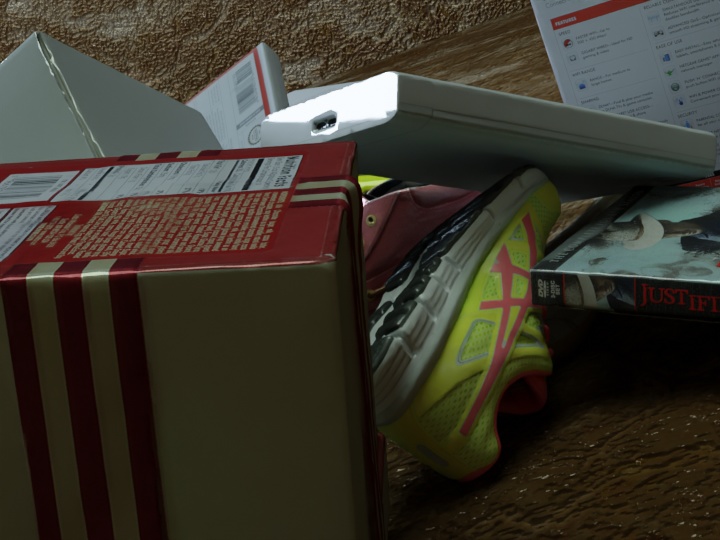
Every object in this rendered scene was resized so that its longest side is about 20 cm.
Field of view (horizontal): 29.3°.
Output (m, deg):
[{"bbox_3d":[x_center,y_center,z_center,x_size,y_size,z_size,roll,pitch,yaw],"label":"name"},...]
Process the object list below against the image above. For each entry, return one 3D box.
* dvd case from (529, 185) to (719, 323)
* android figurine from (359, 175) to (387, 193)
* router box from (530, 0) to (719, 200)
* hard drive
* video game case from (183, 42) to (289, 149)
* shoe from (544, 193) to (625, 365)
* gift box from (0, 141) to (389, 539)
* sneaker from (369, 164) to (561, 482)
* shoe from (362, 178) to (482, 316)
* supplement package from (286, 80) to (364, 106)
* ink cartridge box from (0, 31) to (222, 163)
[{"bbox_3d":[0.197,-0.008,0.636,0.199,0.022,0.146,3,20,32],"label":"dvd case"},{"bbox_3d":[0.020,-0.056,1.077,0.199,0.041,0.182,-2,5,21],"label":"android figurine"},{"bbox_3d":[0.221,-0.121,0.824,0.199,0.180,0.049,-12,15,30],"label":"router box"},{"bbox_3d":[0.066,-0.065,0.718,0.199,0.026,0.132,6,-8,-32],"label":"hard drive"},{"bbox_3d":[-0.119,-0.032,0.802,0.200,0.017,0.143,-35,39,18],"label":"video game case"},{"bbox_3d":[0.105,0.006,0.757,0.200,0.054,0.070,-31,16,-38],"label":"shoe"},{"bbox_3d":[-0.087,0.063,0.505,0.199,0.188,0.185,-3,17,8],"label":"gift box"},{"bbox_3d":[0.058,0.026,0.662,0.078,0.090,0.200,-39,9,44],"label":"sneaker"},{"bbox_3d":[0.000,0.000,0.860,0.199,0.091,0.071,-21,13,-1],"label":"shoe"},{"bbox_3d":[-0.054,-0.096,1.280,0.121,0.120,0.200,-26,14,-19],"label":"supplement package"},{"bbox_3d":[-0.156,0.013,0.684,0.200,0.145,0.145,-37,-24,16],"label":"ink cartridge box"}]
